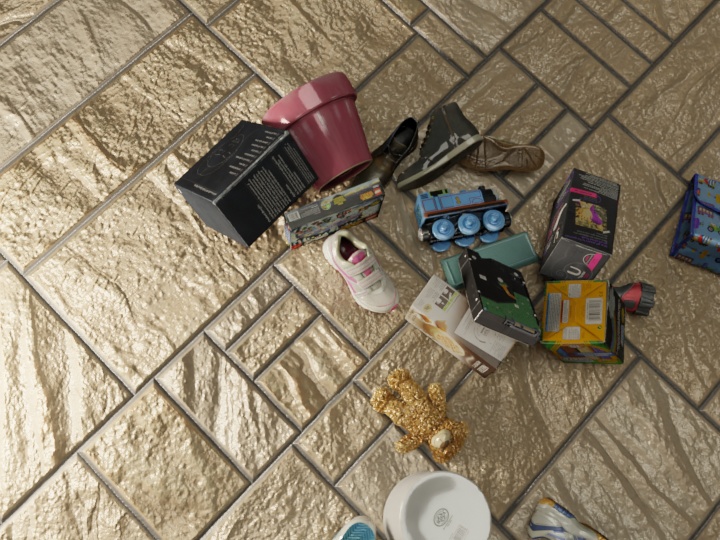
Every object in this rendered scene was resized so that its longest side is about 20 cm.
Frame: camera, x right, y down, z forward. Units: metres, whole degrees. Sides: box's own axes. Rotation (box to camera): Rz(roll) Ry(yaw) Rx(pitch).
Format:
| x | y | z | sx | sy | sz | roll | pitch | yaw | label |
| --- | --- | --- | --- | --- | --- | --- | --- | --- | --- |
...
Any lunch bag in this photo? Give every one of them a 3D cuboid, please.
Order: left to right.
| x | y | z | sx | sy | sz | roll | pitch | yaw | label |
| --- | --- | --- | --- | --- | --- | --- | --- | --- | --- |
| 0.752 | -0.105 | 1.692 | 0.149 | 0.094 | 0.201 | 20 | 61 | 3 | lunch bag |

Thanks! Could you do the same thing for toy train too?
| x | y | z | sx | sy | sz | roll | pitch | yaw | label |
| --- | --- | --- | --- | --- | --- | --- | --- | --- | --- |
| 0.207 | -0.112 | 1.643 | 0.198 | 0.087 | 0.115 | -11 | 69 | -7 | toy train |

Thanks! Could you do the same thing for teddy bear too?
| x | y | z | sx | sy | sz | roll | pitch | yaw | label |
| --- | --- | --- | --- | --- | --- | --- | --- | --- | --- |
| 0.112 | 0.276 | 1.531 | 0.144 | 0.067 | 0.201 | -29 | 78 | -9 | teddy bear |

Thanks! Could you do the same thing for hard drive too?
| x | y | z | sx | sy | sz | roll | pitch | yaw | label |
| --- | --- | --- | --- | --- | --- | --- | --- | --- | --- |
| 0.264 | 0.049 | 1.547 | 0.139 | 0.038 | 0.201 | 22 | 31 | -19 | hard drive |

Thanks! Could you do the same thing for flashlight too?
| x | y | z | sx | sy | sz | roll | pitch | yaw | label |
| --- | --- | --- | --- | --- | --- | --- | --- | --- | --- |
| 0.490 | 0.038 | 1.635 | 0.198 | 0.068 | 0.069 | 14 | 78 | 4 | flashlight |

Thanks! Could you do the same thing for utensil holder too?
| x | y | z | sx | sy | sz | roll | pitch | yaw | label |
| --- | --- | --- | --- | --- | --- | --- | --- | --- | --- |
| 0.131 | 0.436 | 1.417 | 0.168 | 0.200 | 0.172 | 1 | 73 | -3 | utensil holder |

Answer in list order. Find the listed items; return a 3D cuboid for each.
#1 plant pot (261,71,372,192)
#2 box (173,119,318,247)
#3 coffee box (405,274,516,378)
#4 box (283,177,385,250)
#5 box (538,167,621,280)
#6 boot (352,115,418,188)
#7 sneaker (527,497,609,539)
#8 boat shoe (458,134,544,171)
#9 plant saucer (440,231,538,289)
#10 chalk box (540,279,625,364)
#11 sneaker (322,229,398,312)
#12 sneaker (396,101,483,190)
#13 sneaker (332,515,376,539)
| x | y | z | sx | sy | sz | roll | pitch | yaw | label |
| --- | --- | --- | --- | --- | --- | --- | --- | --- | --- |
| -0.073 | -0.265 | 1.614 | 0.199 | 0.200 | 0.180 | -29 | 88 | -12 | plant pot |
| -0.222 | -0.172 | 1.555 | 0.197 | 0.199 | 0.124 | -44 | 124 | -15 | box |
| 0.193 | 0.110 | 1.561 | 0.199 | 0.114 | 0.080 | 36 | 75 | 7 | coffee box |
| -0.054 | -0.109 | 1.593 | 0.198 | 0.137 | 0.040 | -22 | 79 | -10 | box |
| 0.436 | -0.083 | 1.602 | 0.105 | 0.123 | 0.201 | 20 | 53 | 2 | box |
| 0.051 | -0.235 | 1.658 | 0.074 | 0.097 | 0.201 | 36 | 74 | 7 | boot |
| 0.401 | 0.509 | 1.492 | 0.199 | 0.075 | 0.089 | 33 | 86 | 12 | sneaker |
| 0.285 | -0.243 | 1.705 | 0.198 | 0.063 | 0.074 | 11 | 99 | 1 | boat shoe |
| 0.266 | -0.022 | 1.655 | 0.198 | 0.019 | 0.071 | -18 | 77 | -10 | plant saucer |
| 0.438 | 0.108 | 1.559 | 0.123 | 0.200 | 0.126 | -2 | 68 | 29 | chalk box |
| 0.000 | 0.000 | 1.591 | 0.081 | 0.088 | 0.200 | -42 | 81 | -14 | sneaker |
| 0.144 | -0.254 | 1.670 | 0.199 | 0.075 | 0.107 | -33 | 77 | 6 | sneaker |
| -0.041 | 0.526 | 1.446 | 0.076 | 0.081 | 0.200 | 43 | 95 | 7 | sneaker |
